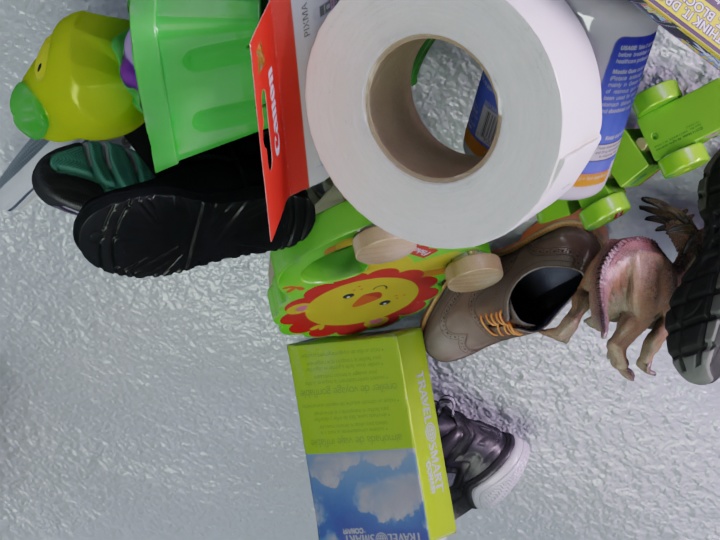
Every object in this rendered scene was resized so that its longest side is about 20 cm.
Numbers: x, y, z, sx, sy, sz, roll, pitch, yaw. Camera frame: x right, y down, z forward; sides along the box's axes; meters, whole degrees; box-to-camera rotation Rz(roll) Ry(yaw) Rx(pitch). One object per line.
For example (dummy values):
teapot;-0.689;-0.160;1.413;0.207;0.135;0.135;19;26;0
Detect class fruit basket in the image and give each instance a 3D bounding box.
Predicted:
fruit basket;-0.166;-0.168;1.580;0.215;0.216;0.156;4;129;12

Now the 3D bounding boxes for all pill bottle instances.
pill bottle;0.151;-0.161;1.547;0.112;0.112;0.200;17;115;1

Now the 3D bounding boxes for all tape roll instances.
tape roll;0.065;-0.119;1.501;0.202;0.071;0.203;10;111;27

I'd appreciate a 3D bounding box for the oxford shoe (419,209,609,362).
oxford shoe;0.114;0.025;1.745;0.071;0.073;0.200;38;128;-15

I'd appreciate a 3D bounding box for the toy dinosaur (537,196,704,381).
toy dinosaur;0.213;0.004;1.644;0.086;0.200;0.136;32;106;25

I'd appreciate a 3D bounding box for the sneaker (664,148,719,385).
sneaker;0.287;-0.001;1.605;0.079;0.200;0.075;28;156;-23

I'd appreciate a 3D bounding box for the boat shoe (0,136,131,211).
boat shoe;-0.220;-0.096;1.737;0.067;0.074;0.200;41;127;-18

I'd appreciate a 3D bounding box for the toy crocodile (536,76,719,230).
toy crocodile;0.210;-0.088;1.638;0.200;0.062;0.068;-33;79;29

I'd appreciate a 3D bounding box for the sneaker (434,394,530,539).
sneaker;0.050;0.180;1.895;0.114;0.075;0.200;40;127;-11

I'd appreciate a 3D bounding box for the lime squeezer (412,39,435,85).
lime squeezer;0.044;-0.222;1.597;0.071;0.038;0.200;22;141;41

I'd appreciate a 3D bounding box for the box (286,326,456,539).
box;0.010;0.153;1.816;0.122;0.048;0.200;-7;94;37

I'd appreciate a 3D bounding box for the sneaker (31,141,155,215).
sneaker;-0.177;-0.049;1.718;0.200;0.074;0.088;3;148;-33

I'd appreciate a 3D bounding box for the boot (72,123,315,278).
boot;-0.142;-0.074;1.624;0.198;0.162;0.073;-8;130;-25

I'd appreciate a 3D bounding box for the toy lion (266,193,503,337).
toy lion;0.000;0.000;1.712;0.192;0.069;0.200;-26;156;28

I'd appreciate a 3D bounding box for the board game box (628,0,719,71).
board game box;0.272;-0.220;1.459;0.200;0.057;0.165;36;92;-14

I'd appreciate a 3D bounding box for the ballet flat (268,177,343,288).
ballet flat;-0.024;-0.058;1.730;0.069;0.069;0.200;37;126;-15

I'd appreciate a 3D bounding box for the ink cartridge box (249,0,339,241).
ink cartridge box;-0.034;-0.138;1.558;0.057;0.200;0.163;-2;122;6
